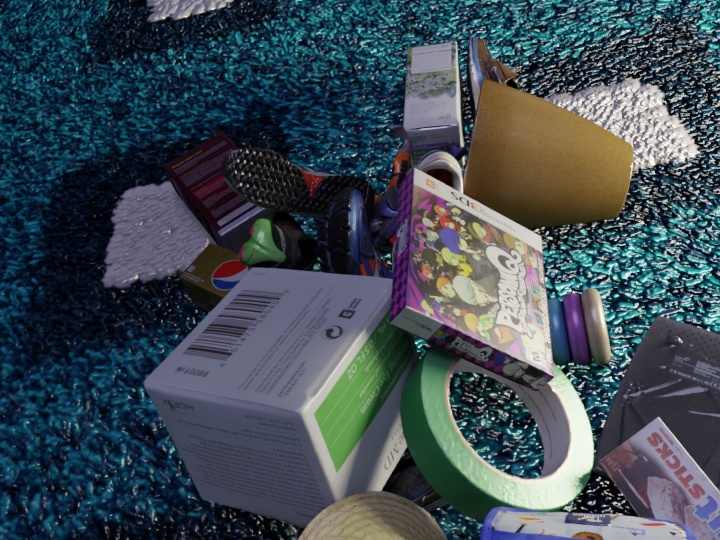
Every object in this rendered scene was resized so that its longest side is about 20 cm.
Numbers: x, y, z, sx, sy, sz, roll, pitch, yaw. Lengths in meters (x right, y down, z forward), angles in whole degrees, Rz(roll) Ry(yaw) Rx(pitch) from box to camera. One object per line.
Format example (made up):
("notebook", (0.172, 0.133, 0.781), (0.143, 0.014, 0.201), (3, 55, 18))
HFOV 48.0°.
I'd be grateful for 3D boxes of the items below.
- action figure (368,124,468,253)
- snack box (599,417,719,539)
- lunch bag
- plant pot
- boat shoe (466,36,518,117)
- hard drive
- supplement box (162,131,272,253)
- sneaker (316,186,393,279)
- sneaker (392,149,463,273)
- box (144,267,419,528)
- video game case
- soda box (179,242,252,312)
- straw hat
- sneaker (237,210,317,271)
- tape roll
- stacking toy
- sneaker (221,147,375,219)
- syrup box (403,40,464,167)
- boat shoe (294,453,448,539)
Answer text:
("action figure", (0.074, -0.099, 1.068), (0.199, 0.104, 0.195), (-38, 50, 23))
("snack box", (0.308, 0.236, 0.732), (0.072, 0.024, 0.201), (-38, 62, 8))
("lunch bag", (0.186, 0.265, 0.664), (0.167, 0.201, 0.125), (1, 50, 17))
("plant pot", (0.232, -0.131, 1.022), (0.197, 0.188, 0.188), (11, 52, 4))
("boat shoe", (0.200, -0.271, 1.210), (0.071, 0.073, 0.202), (-5, 59, 4))
("hard drive", (0.330, 0.149, 0.828), (0.134, 0.043, 0.201), (18, 58, 28))
("supplement box", (-0.195, -0.111, 1.181), (0.108, 0.061, 0.200), (-32, 51, -14))
("sneaker", (0.000, 0.000, 0.980), (0.078, 0.203, 0.075), (-8, 2, -38))
("sneaker", (0.078, -0.042, 0.962), (0.077, 0.203, 0.079), (6, 9, 4))
("box", (-0.065, 0.126, 0.828), (0.198, 0.173, 0.199), (5, 37, 31))
("video game case", (0.117, 0.006, 0.844), (0.180, 0.036, 0.202), (26, 44, -19))
("soda box", (-0.133, 0.036, 1.037), (0.198, 0.064, 0.068), (22, 58, 29))
("straw hat", (0.033, 0.292, 0.686), (0.198, 0.085, 0.204), (7, 74, -25))
("sneaker", (-0.094, -0.023, 0.981), (0.083, 0.200, 0.077), (29, 101, -3))
("tape roll", (0.137, 0.150, 0.806), (0.198, 0.048, 0.202), (16, 48, -18))
("stacking toy", (0.176, 0.079, 0.916), (0.197, 0.086, 0.086), (-11, 48, 15))
("sneaker", (-0.085, -0.100, 1.028), (0.197, 0.093, 0.071), (11, 82, -19))
("syrup box", (0.110, -0.245, 1.197), (0.078, 0.082, 0.202), (-5, 50, 11))
("boat shoe", (0.019, 0.234, 0.831), (0.198, 0.057, 0.069), (-26, 48, -7))
